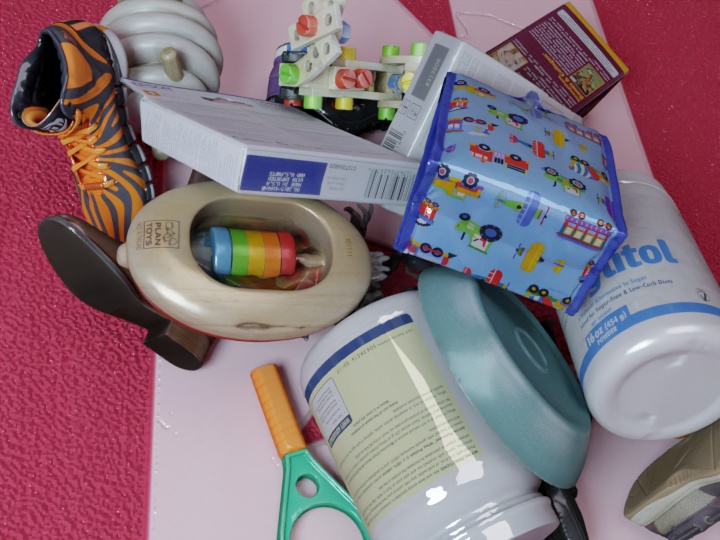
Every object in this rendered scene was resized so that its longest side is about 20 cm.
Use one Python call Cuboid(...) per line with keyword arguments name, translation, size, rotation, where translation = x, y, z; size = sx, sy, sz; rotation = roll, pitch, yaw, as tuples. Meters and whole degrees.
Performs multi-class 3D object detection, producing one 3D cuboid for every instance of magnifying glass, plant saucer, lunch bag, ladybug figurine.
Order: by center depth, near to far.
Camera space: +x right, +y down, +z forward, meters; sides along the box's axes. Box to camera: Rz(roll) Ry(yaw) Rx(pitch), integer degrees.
Cuboid(name="plant saucer", translation=(0.121, 0.070, 0.714), size=(0.200, 0.036, 0.201), rotation=(44, 21, -22))
Cuboid(name="ladybug figurine", translation=(-0.090, -0.002, 0.718), size=(0.197, 0.072, 0.138), rotation=(6, 56, -19))
Cuboid(name="lunch bag", translation=(0.125, -0.087, 0.732), size=(0.148, 0.095, 0.202), rotation=(20, 45, -2))
Cuboid(name="magnifying glass", translation=(-0.046, 0.167, 0.741), size=(0.078, 0.023, 0.202), rotation=(-11, 60, -24))

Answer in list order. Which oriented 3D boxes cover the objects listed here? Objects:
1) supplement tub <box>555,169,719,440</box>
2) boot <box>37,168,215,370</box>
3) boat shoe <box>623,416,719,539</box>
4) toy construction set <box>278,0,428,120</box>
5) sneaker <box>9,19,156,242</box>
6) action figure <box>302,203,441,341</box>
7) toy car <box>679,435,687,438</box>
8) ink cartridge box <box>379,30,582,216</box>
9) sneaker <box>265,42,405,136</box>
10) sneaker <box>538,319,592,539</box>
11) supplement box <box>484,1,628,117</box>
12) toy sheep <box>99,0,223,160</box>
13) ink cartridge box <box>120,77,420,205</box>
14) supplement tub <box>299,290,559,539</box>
Cuboid(name="supplement tub", translation=(0.229, 0.026, 0.769), size=(0.130, 0.133, 0.202), rotation=(7, 41, -13))
Cuboid(name="boot", translation=(-0.162, -0.046, 0.788), size=(0.187, 0.063, 0.202), rotation=(50, 46, -35))
Cuboid(name="boat shoe", translation=(0.292, 0.165, 0.743), size=(0.064, 0.201, 0.072), rotation=(33, 46, -1))
Cuboid(name="toy construction set", translation=(-0.001, -0.185, 0.861), size=(0.198, 0.130, 0.094), rotation=(15, 90, -46))
Cuboid(name="sneaker", translation=(-0.237, -0.104, 0.768), size=(0.076, 0.203, 0.112), rotation=(-8, 10, 18))
Cuboid(name="action figure", translation=(0.000, 0.000, 0.823), size=(0.197, 0.103, 0.120), rotation=(1, 41, -17))
Cuboid(name="toy car", translation=(0.304, 0.114, 0.825), size=(0.197, 0.186, 0.179), rotation=(-10, 43, 12))
Cuboid(name="ink cartridge box", translation=(0.111, -0.113, 0.881), size=(0.198, 0.162, 0.047), rotation=(17, 13, -43))
Cuboid(name="sneaker", translation=(-0.003, -0.164, 0.971), size=(0.197, 0.076, 0.089), rotation=(13, 71, -7))
Cuboid(name="sneaker", translation=(0.170, 0.144, 0.803), size=(0.103, 0.060, 0.201), rotation=(-16, 59, -22))
Cuboid(name="supplement box", translation=(0.193, -0.202, 1.028), size=(0.199, 0.086, 0.111), rotation=(-36, 83, -35))
Cuboid(name="toy sheep", translation=(-0.194, -0.198, 0.881), size=(0.135, 0.138, 0.203), rotation=(6, 65, -14))
Cuboid(name="ink cartridge box", translation=(-0.078, -0.107, 0.780), size=(0.198, 0.041, 0.199), rotation=(0, 23, -43))
Cuboid(name="supplement tub", translation=(0.052, 0.134, 0.717), size=(0.143, 0.146, 0.202), rotation=(-15, 61, -26))
